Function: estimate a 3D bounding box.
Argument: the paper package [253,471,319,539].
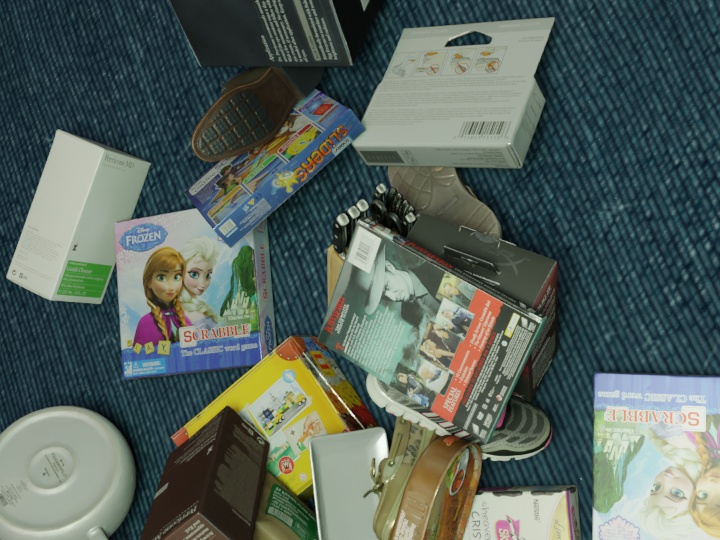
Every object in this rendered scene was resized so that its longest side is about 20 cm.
[{"bbox_3d":[-0.100,0.357,1.095,0.191,0.103,0.200,-42,103,14],"label":"paper package"}]

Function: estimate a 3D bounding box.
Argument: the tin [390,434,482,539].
[{"bbox_3d":[0.068,0.260,0.997,0.042,0.112,0.200,19,99,24],"label":"tin"}]

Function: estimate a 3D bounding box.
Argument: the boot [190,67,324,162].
[{"bbox_3d":[-0.133,-0.188,1.168,0.097,0.200,0.075,-1,128,56],"label":"boot"}]

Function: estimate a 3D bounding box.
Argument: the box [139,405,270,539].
[{"bbox_3d":[-0.160,0.238,1.036,0.100,0.200,0.075,-40,108,15],"label":"box"}]

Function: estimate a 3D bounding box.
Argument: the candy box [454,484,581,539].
[{"bbox_3d":[0.133,0.301,1.066,0.200,0.061,0.137,-7,82,22],"label":"candy box"}]

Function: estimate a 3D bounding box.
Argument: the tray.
[{"bbox_3d":[-0.006,0.269,1.046,0.022,0.107,0.200,-16,78,49],"label":"tray"}]

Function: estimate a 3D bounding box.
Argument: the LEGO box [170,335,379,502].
[{"bbox_3d":[-0.097,0.194,1.163,0.200,0.077,0.149,-40,72,15],"label":"LEGO box"}]

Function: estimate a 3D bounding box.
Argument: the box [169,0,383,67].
[{"bbox_3d":[-0.081,-0.336,1.136,0.200,0.117,0.197,5,52,23],"label":"box"}]

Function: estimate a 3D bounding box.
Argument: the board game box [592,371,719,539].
[{"bbox_3d":[0.333,0.203,0.999,0.200,0.041,0.200,-1,85,23],"label":"board game box"}]

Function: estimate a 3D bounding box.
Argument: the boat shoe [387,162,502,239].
[{"bbox_3d":[0.094,-0.069,1.106,0.076,0.072,0.200,-34,51,5],"label":"boat shoe"}]

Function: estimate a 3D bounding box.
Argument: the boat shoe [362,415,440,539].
[{"bbox_3d":[0.046,0.202,1.059,0.063,0.200,0.073,12,133,16],"label":"boat shoe"}]

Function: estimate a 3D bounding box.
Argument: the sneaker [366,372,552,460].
[{"bbox_3d":[0.107,0.129,1.023,0.200,0.087,0.074,23,52,2],"label":"sneaker"}]

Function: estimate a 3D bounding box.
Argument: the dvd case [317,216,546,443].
[{"bbox_3d":[0.062,0.056,0.953,0.200,0.022,0.146,29,119,19],"label":"dvd case"}]

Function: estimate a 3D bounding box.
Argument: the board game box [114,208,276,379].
[{"bbox_3d":[-0.205,0.026,1.235,0.200,0.041,0.200,-9,82,22],"label":"board game box"}]

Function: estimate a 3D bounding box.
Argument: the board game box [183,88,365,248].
[{"bbox_3d":[-0.102,-0.124,1.148,0.200,0.034,0.135,-41,32,-3],"label":"board game box"}]

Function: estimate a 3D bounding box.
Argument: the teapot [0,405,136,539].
[{"bbox_3d":[-0.361,0.276,1.237,0.197,0.146,0.200,5,53,4],"label":"teapot"}]

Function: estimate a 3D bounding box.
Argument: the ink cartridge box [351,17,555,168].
[{"bbox_3d":[0.107,-0.195,1.108,0.200,0.044,0.174,5,60,35],"label":"ink cartridge box"}]

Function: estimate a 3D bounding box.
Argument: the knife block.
[{"bbox_3d":[0.000,0.000,1.070,0.064,0.176,0.200,47,115,21],"label":"knife block"}]

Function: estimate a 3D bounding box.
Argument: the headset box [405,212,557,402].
[{"bbox_3d":[0.118,0.035,1.016,0.149,0.200,0.075,22,64,22],"label":"headset box"}]

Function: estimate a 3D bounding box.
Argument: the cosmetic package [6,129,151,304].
[{"bbox_3d":[-0.360,-0.066,1.283,0.085,0.108,0.200,23,96,23],"label":"cosmetic package"}]
